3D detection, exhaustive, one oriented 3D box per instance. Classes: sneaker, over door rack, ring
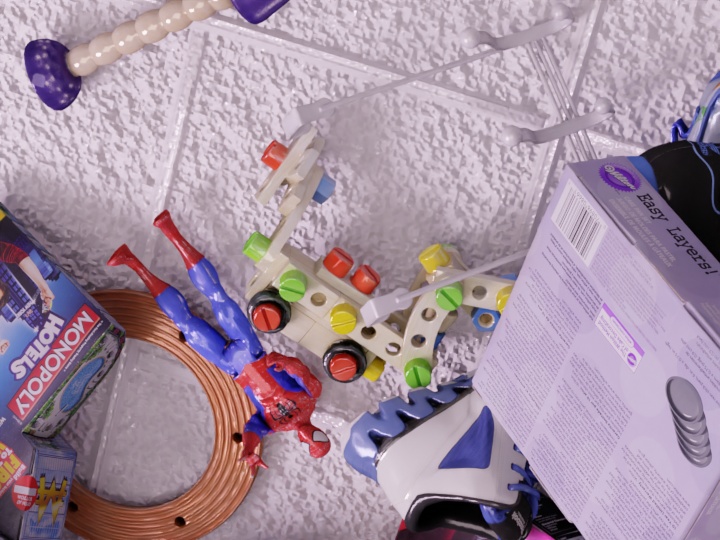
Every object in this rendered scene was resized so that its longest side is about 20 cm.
[{"bbox_3d":[0.195,0.015,1.086,0.078,0.070,0.200,-11,121,-10],"label":"sneaker"},{"bbox_3d":[0.068,-0.068,1.113,0.200,0.067,0.148,-22,81,-2],"label":"over door rack"},{"bbox_3d":[-0.166,0.108,1.284,0.200,0.019,0.201,3,106,12],"label":"ring"},{"bbox_3d":[0.098,0.114,1.154,0.199,0.081,0.115,-28,57,-4],"label":"sneaker"}]

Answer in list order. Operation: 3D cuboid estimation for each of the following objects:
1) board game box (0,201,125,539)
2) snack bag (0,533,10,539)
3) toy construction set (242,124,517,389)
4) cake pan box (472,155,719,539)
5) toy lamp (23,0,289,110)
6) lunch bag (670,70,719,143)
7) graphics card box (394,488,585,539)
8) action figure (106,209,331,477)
[{"bbox_3d":[-0.251,0.085,1.234,0.200,0.062,0.200,43,97,21],"label":"board game box"},{"bbox_3d":[-0.295,0.164,1.243,0.188,0.200,0.021,32,82,1],"label":"snack bag"},{"bbox_3d":[0.000,0.000,1.178,0.200,0.092,0.131,40,112,-1],"label":"toy construction set"},{"bbox_3d":[0.151,0.062,1.016,0.200,0.052,0.184,54,138,36],"label":"cake pan box"},{"bbox_3d":[-0.126,-0.168,1.176,0.200,0.058,0.058,-20,101,18],"label":"toy lamp"},{"bbox_3d":[0.263,-0.032,1.126,0.160,0.076,0.200,17,110,9],"label":"lunch bag"},{"bbox_3d":[0.106,0.215,1.190,0.200,0.051,0.126,34,114,36],"label":"graphics card box"},{"bbox_3d":[-0.088,0.058,1.198,0.065,0.099,0.200,-40,101,8],"label":"action figure"}]
